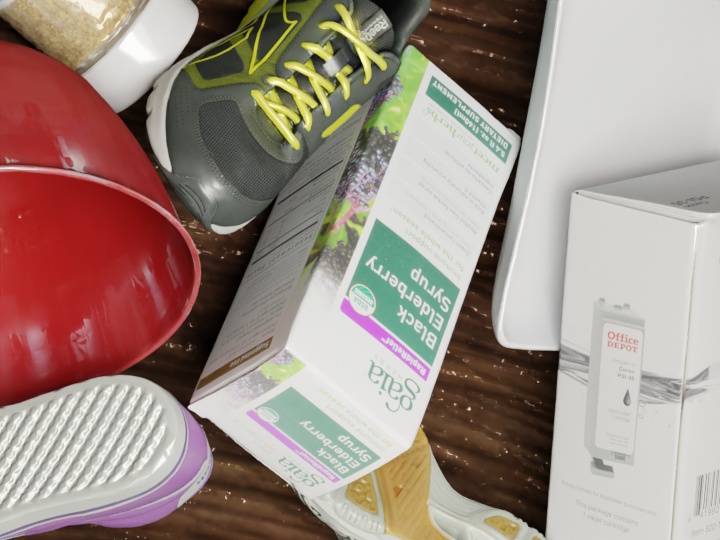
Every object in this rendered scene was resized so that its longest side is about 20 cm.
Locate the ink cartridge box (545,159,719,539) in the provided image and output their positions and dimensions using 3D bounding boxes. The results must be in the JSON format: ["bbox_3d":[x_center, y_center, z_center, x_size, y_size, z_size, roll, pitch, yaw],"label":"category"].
[{"bbox_3d":[0.170,0.053,1.425,0.146,0.083,0.201,-12,111,-47],"label":"ink cartridge box"}]

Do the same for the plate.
[{"bbox_3d":[0.136,-0.057,1.443,0.199,0.032,0.201,6,97,-49],"label":"plate"}]

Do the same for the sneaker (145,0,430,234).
[{"bbox_3d":[-0.031,-0.093,1.332,0.075,0.084,0.200,51,36,-17],"label":"sneaker"}]

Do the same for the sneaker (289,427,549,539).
[{"bbox_3d":[0.010,0.126,1.413,0.200,0.088,0.076,44,53,4],"label":"sneaker"}]

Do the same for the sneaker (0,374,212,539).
[{"bbox_3d":[-0.165,0.101,1.337,0.199,0.114,0.073,-6,76,9],"label":"sneaker"}]

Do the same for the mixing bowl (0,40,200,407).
[{"bbox_3d":[-0.175,-0.031,1.282,0.199,0.200,0.109,5,55,-23],"label":"mixing bowl"}]

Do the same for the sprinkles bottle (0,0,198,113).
[{"bbox_3d":[-0.166,-0.160,1.327,0.200,0.068,0.068,42,76,-19],"label":"sprinkles bottle"}]

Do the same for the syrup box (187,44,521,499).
[{"bbox_3d":[0.000,0.000,1.353,0.079,0.081,0.201,39,47,-20],"label":"syrup box"}]
